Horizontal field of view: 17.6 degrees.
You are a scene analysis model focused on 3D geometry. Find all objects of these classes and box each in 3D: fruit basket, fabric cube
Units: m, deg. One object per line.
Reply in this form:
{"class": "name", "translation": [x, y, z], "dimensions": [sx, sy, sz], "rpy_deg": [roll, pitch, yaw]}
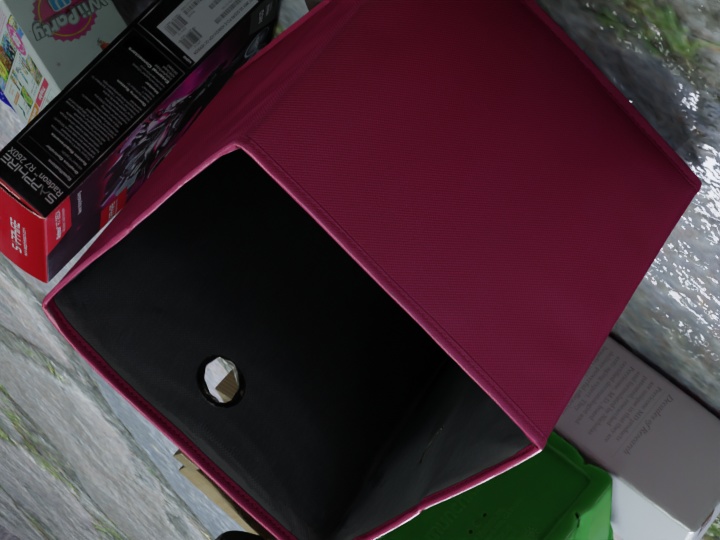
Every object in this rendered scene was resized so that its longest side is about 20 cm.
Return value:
{"class": "fruit basket", "translation": [0.056, 0.198, 1.391], "dimensions": [0.155, 0.216, 0.216], "rpy_deg": [37, 162, 11]}
{"class": "fabric cube", "translation": [0.005, -0.013, 1.130], "dimensions": [0.196, 0.199, 0.200], "rpy_deg": [44, 139, -11]}

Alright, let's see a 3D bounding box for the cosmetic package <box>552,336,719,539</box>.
{"class": "cosmetic package", "translation": [0.135, 0.087, 1.411], "dimensions": [0.200, 0.074, 0.102], "rpy_deg": [36, 163, 12]}

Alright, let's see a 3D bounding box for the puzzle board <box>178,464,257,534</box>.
{"class": "puzzle board", "translation": [-0.048, 0.172, 1.587], "dimensions": [0.151, 0.017, 0.200], "rpy_deg": [42, 164, -4]}

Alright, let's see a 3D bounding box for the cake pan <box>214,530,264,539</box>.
{"class": "cake pan", "translation": [-0.029, 0.233, 1.487], "dimensions": [0.200, 0.037, 0.200], "rpy_deg": [35, -172, -5]}

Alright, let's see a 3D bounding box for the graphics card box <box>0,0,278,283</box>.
{"class": "graphics card box", "translation": [-0.131, -0.091, 1.338], "dimensions": [0.051, 0.200, 0.125], "rpy_deg": [40, 162, 7]}

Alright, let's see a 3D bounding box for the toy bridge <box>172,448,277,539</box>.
{"class": "toy bridge", "translation": [-0.043, 0.169, 1.490], "dimensions": [0.200, 0.027, 0.067], "rpy_deg": [41, 165, -5]}

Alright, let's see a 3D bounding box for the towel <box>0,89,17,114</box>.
{"class": "towel", "translation": [-0.269, -0.171, 1.701], "dimensions": [0.200, 0.050, 0.148], "rpy_deg": [37, 163, 16]}

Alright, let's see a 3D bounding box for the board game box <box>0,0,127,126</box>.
{"class": "board game box", "translation": [-0.205, -0.156, 1.497], "dimensions": [0.200, 0.064, 0.148], "rpy_deg": [58, 164, 1]}

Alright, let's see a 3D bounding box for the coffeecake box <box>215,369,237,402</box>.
{"class": "coffeecake box", "translation": [0.011, 0.094, 1.555], "dimensions": [0.073, 0.154, 0.200], "rpy_deg": [29, 159, 38]}

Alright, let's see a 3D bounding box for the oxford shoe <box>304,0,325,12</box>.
{"class": "oxford shoe", "translation": [0.014, -0.085, 1.252], "dimensions": [0.071, 0.073, 0.200], "rpy_deg": [23, 155, 46]}
